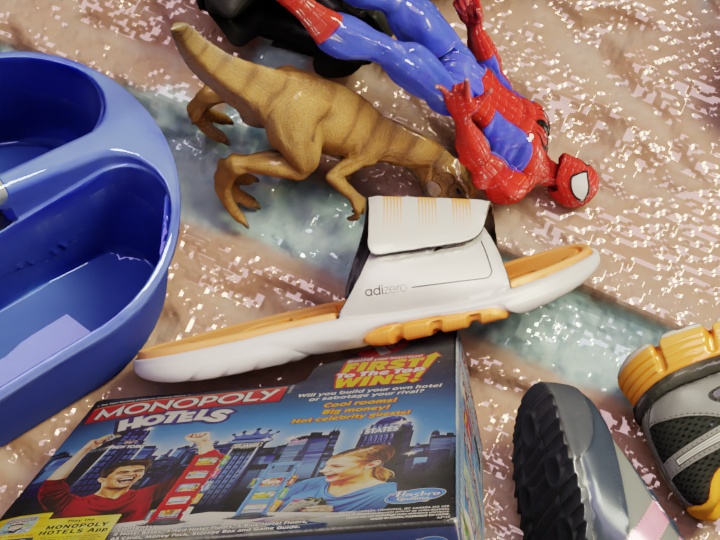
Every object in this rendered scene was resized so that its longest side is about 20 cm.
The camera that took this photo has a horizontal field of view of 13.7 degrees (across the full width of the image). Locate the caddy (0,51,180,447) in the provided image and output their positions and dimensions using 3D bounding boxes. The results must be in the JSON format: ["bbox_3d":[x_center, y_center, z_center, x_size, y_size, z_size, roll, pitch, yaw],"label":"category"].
[{"bbox_3d":[-0.169,-0.004,1.256,0.199,0.105,0.142,-32,72,-13],"label":"caddy"}]

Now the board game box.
[{"bbox_3d":[-0.027,0.091,1.208,0.199,0.200,0.062,-5,109,19],"label":"board game box"}]

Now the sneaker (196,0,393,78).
[{"bbox_3d":[0.024,-0.133,1.331,0.199,0.077,0.112,8,68,0],"label":"sneaker"}]

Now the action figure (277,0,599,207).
[{"bbox_3d":[0.036,-0.086,1.275,0.052,0.200,0.066,-25,41,31],"label":"action figure"}]

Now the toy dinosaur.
[{"bbox_3d":[-0.036,-0.071,1.279,0.199,0.106,0.061,23,56,-37],"label":"toy dinosaur"}]

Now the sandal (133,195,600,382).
[{"bbox_3d":[0.000,0.001,1.269,0.205,0.079,0.060,-12,96,-5],"label":"sandal"}]

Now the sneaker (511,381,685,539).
[{"bbox_3d":[0.124,0.137,1.240,0.082,0.070,0.201,-11,73,-23],"label":"sneaker"}]

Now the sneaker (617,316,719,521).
[{"bbox_3d":[0.213,0.050,1.266,0.199,0.078,0.078,-16,71,7],"label":"sneaker"}]
